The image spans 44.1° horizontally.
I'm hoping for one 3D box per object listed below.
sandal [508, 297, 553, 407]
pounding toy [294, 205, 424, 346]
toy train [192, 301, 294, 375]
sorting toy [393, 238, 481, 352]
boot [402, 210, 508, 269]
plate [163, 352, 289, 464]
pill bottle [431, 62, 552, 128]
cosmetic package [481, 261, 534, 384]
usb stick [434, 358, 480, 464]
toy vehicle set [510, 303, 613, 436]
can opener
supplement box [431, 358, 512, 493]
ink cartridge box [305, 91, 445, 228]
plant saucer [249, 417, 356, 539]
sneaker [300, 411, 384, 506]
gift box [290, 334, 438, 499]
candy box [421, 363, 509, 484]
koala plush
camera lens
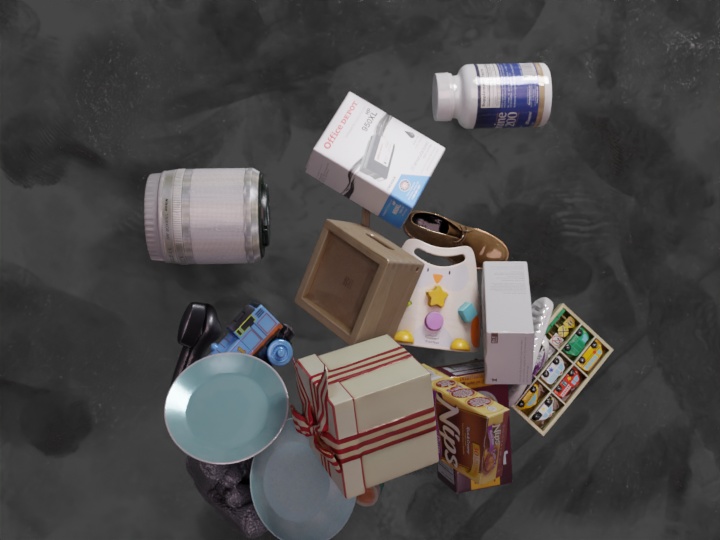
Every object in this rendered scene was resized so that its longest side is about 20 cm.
[{"bbox_3d":[0.299,0.145,1.533,0.049,0.082,0.205,26,79,-13],"label":"sandal"},{"bbox_3d":[0.000,0.000,1.507,0.199,0.141,0.186,34,108,36],"label":"pounding toy"},{"bbox_3d":[-0.203,0.153,1.517,0.114,0.087,0.200,45,78,-14],"label":"toy train"},{"bbox_3d":[0.127,0.042,1.537,0.197,0.107,0.183,7,89,-2],"label":"sorting toy"},{"bbox_3d":[0.172,-0.053,1.565,0.198,0.075,0.074,20,83,-3],"label":"boot"},{"bbox_3d":[-0.213,0.221,1.417,0.197,0.026,0.202,2,52,-2],"label":"plate"},{"bbox_3d":[0.228,-0.307,1.564,0.197,0.111,0.113,-2,87,-3],"label":"pill bottle"},{"bbox_3d":[0.244,0.084,1.483,0.080,0.201,0.114,-1,127,5],"label":"cosmetic package"},{"bbox_3d":[0.164,0.249,1.567,0.055,0.033,0.201,36,85,-6],"label":"usb stick"},{"bbox_3d":[0.340,0.176,1.583,0.124,0.027,0.200,41,86,0],"label":"toy vehicle set"},{"bbox_3d":[-0.297,0.151,1.541,0.078,0.063,0.202,15,96,-28],"label":"can opener"},{"bbox_3d":[0.190,0.263,1.514,0.109,0.086,0.203,-7,98,-16],"label":"supplement box"},{"bbox_3d":[0.025,-0.192,1.540,0.198,0.084,0.146,30,63,-1],"label":"ink cartridge box"},{"bbox_3d":[-0.096,0.340,1.433,0.199,0.039,0.204,11,70,-30],"label":"plant saucer"},{"bbox_3d":[-0.030,0.308,1.530,0.071,0.080,0.201,-33,97,24],"label":"sneaker"},{"bbox_3d":[-0.005,0.205,1.360,0.185,0.184,0.203,-17,109,-19],"label":"gift box"},{"bbox_3d":[0.144,0.241,1.419,0.056,0.199,0.118,-11,113,-39],"label":"candy box"},{"bbox_3d":[-0.176,0.317,1.502,0.199,0.183,0.178,-37,98,-25],"label":"koala plush"},{"bbox_3d":[-0.254,-0.092,1.503,0.197,0.160,0.162,-1,87,-3],"label":"camera lens"}]
